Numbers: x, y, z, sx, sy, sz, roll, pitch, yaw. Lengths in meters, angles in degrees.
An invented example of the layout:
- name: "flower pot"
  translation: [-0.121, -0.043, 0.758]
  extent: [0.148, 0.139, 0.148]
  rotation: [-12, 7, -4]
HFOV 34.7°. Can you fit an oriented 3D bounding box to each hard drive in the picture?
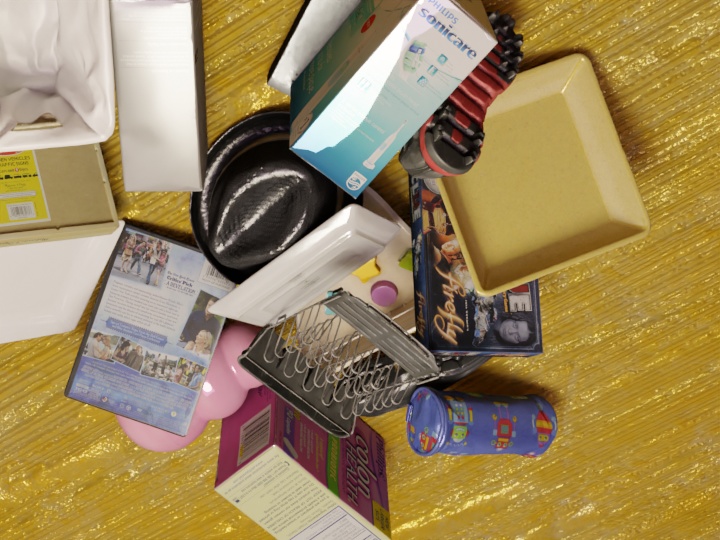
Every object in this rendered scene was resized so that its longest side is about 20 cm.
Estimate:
- name: "hard drive"
  translation: [0.023, -0.209, 1.176]
  extent: [0.198, 0.033, 0.140]
  rotation: [24, 117, -17]

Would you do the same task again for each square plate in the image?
- name: "square plate"
  translation: [-0.370, 0.012, 1.227]
  extent: [0.196, 0.029, 0.201]
  rotation: [-9, 147, -40]

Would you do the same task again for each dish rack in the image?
- name: "dish rack"
  translation: [-0.019, 0.095, 1.184]
  extent: [0.153, 0.055, 0.199]
  rotation: [38, 146, -19]

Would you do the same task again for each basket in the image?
- name: "basket"
  translation: [-0.309, -0.225, 1.065]
  extent: [0.134, 0.123, 0.203]
  rotation: [-9, 113, -22]

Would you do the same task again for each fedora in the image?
- name: "fedora"
  translation: [-0.097, -0.064, 1.194]
  extent: [0.198, 0.092, 0.203]
  rotation: [2, 103, 10]

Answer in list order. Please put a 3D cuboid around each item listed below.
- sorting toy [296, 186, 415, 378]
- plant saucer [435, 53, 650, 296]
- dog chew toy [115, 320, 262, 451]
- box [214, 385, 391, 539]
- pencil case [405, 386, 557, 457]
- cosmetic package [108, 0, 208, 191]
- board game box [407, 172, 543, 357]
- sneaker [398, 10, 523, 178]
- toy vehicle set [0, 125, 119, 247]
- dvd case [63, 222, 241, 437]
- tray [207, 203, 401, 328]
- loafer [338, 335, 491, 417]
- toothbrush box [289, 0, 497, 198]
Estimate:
- name: "sorting toy"
  translation: [0.000, 0.000, 1.272]
  extent: [0.199, 0.107, 0.181]
  rotation: [-28, 109, 19]
- name: "plant saucer"
  translation: [0.171, -0.096, 1.182]
  extent: [0.198, 0.048, 0.202]
  rotation: [-20, 87, -10]
- name: "dog chew toy"
  translation: [-0.184, 0.124, 1.325]
  extent: [0.198, 0.125, 0.125]
  rotation: [-26, 120, 4]
- name: "box"
  translation: [-0.065, 0.227, 1.355]
  extent: [0.096, 0.177, 0.200]
  rotation: [-36, 116, 19]
- name: "pencil case"
  translation: [0.141, 0.180, 1.360]
  extent: [0.198, 0.086, 0.079]
  rotation: [8, 95, -37]
- name: "cosmetic package"
  translation: [-0.196, -0.187, 1.137]
  extent: [0.089, 0.107, 0.202]
  rotation: [-2, 124, -2]
- name: "board game box"
  translation: [0.120, -0.012, 1.206]
  extent: [0.134, 0.203, 0.035]
  rotation: [2, 167, -23]
- name: "sneaker"
  translation: [0.092, -0.167, 1.115]
  extent: [0.071, 0.202, 0.098]
  rotation: [36, 151, -19]
- name: "toy vehicle set"
  translation: [-0.345, -0.088, 1.135]
  extent: [0.198, 0.126, 0.026]
  rotation: [-8, 168, -37]
- name: "dvd case"
  translation: [-0.226, 0.064, 1.264]
  extent: [0.141, 0.018, 0.202]
  rotation: [18, 85, 0]
- name: "tray"
  translation: [-0.055, 0.005, 1.197]
  extent: [0.199, 0.022, 0.107]
  rotation: [-35, 153, 19]
- name: "loafer"
  translation: [0.068, 0.119, 1.368]
  extent: [0.199, 0.069, 0.071]
  rotation: [-23, 151, 6]
- name: "toothbrush box"
  translation: [0.025, -0.192, 1.081]
  extent: [0.085, 0.147, 0.200]
  rotation: [35, 115, -22]
